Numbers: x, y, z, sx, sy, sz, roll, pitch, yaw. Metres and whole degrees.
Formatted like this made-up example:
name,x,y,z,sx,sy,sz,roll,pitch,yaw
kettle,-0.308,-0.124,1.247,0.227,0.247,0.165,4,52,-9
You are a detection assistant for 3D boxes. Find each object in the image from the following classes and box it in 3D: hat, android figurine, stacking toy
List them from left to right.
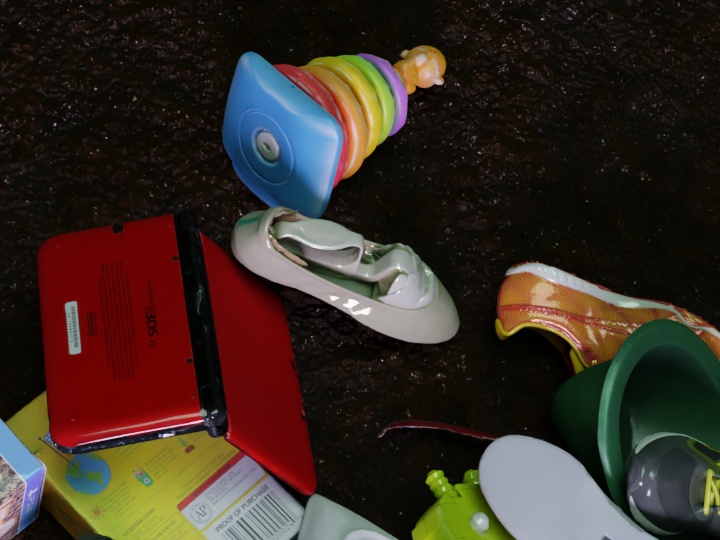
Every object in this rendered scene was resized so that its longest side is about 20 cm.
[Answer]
name,x,y,z,sx,sy,sz,roll,pitch,yaw
stacking toy,-0.005,-0.134,1.659,0.116,0.110,0.200,40,48,23
android figurine,0.111,0.222,1.475,0.182,0.041,0.200,8,43,-50
hat,0.164,0.119,1.599,0.200,0.176,0.166,49,54,-31

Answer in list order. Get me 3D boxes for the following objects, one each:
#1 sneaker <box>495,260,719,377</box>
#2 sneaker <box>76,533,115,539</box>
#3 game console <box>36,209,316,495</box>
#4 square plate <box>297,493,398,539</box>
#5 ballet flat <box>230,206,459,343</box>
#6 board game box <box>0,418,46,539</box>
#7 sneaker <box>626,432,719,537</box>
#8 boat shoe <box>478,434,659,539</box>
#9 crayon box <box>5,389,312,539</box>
name,x,y,z,sx,sy,sz,roll,pitch,yaw
sneaker,0.199,0.054,1.625,0.199,0.073,0.078,15,81,0
sneaker,-0.158,0.277,1.410,0.201,0.091,0.076,60,22,1
game console,-0.133,0.068,1.499,0.171,0.119,0.201,-11,46,-2
square plate,0.035,0.261,1.425,0.198,0.028,0.200,30,38,-12
ballet flat,0.000,0.000,1.567,0.199,0.069,0.070,20,58,-22
board game box,-0.340,0.152,1.416,0.200,0.097,0.159,-37,75,-27
sneaker,0.274,0.161,1.516,0.199,0.084,0.075,17,75,-39
boat shoe,0.166,0.193,1.482,0.200,0.070,0.071,34,74,15
crayon box,-0.146,0.152,1.488,0.200,0.051,0.127,45,61,12
